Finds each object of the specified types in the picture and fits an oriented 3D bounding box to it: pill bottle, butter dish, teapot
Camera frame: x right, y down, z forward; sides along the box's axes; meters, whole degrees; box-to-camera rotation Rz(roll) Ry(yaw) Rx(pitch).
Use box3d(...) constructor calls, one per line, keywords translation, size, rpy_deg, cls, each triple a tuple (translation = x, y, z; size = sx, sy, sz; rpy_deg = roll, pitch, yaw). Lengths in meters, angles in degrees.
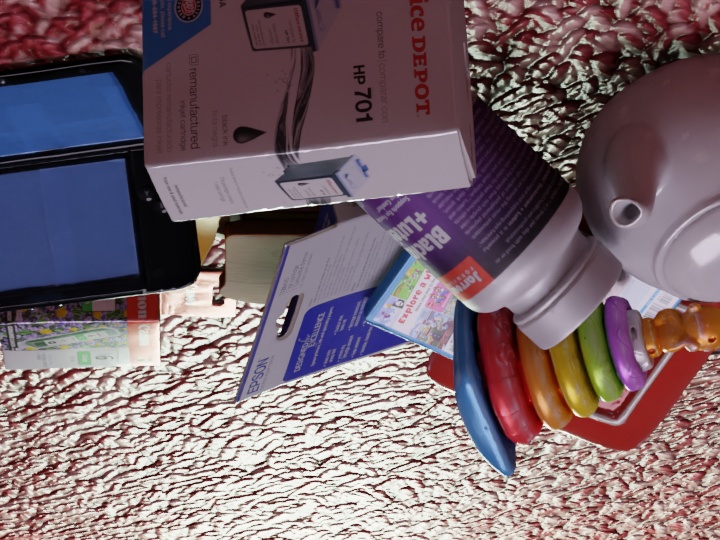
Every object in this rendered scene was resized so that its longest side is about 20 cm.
box3d(translation=(0.082, -0.043, 1.700), size=(0.200, 0.112, 0.111), rpy_deg=(43, 145, -7), cls="pill bottle")
box3d(translation=(0.172, 0.012, 1.932), size=(0.198, 0.148, 0.201), rpy_deg=(20, 126, -16), cls="butter dish")
box3d(translation=(0.255, -0.044, 1.743), size=(0.198, 0.147, 0.198), rpy_deg=(-14, 143, -6), cls="teapot")

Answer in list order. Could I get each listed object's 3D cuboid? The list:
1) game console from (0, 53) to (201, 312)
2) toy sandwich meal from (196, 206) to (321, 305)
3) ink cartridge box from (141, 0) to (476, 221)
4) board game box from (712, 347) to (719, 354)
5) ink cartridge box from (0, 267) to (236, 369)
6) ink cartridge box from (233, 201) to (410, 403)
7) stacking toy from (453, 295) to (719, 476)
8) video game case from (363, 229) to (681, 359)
box3d(translation=(-0.227, -0.057, 1.747), size=(0.198, 0.174, 0.119), rpy_deg=(-7, -176, 9), cls="game console")
box3d(translation=(-0.059, -0.038, 1.867), size=(0.203, 0.071, 0.205), rpy_deg=(-3, 158, -1), cls="toy sandwich meal")
box3d(translation=(-0.033, -0.122, 1.565), size=(0.198, 0.148, 0.086), rpy_deg=(-7, 156, 8), cls="ink cartridge box")
box3d(translation=(0.329, 0.021, 2.114), size=(0.134, 0.035, 0.200), rpy_deg=(-5, 158, 6), cls="board game box")
box3d(translation=(-0.201, 0.041, 2.065), size=(0.198, 0.051, 0.109), rpy_deg=(-1, 158, -5), cls="ink cartridge box")
box3d(translation=(0.000, 0.000, 1.849), size=(0.199, 0.047, 0.198), rpy_deg=(-16, 148, -27), cls="ink cartridge box")
box3d(translation=(0.169, 0.058, 1.776), size=(0.199, 0.110, 0.117), rpy_deg=(-15, 125, 15), cls="stacking toy")
box3d(translation=(0.122, 0.022, 1.834), size=(0.199, 0.018, 0.143), rpy_deg=(24, 125, -18), cls="video game case")
